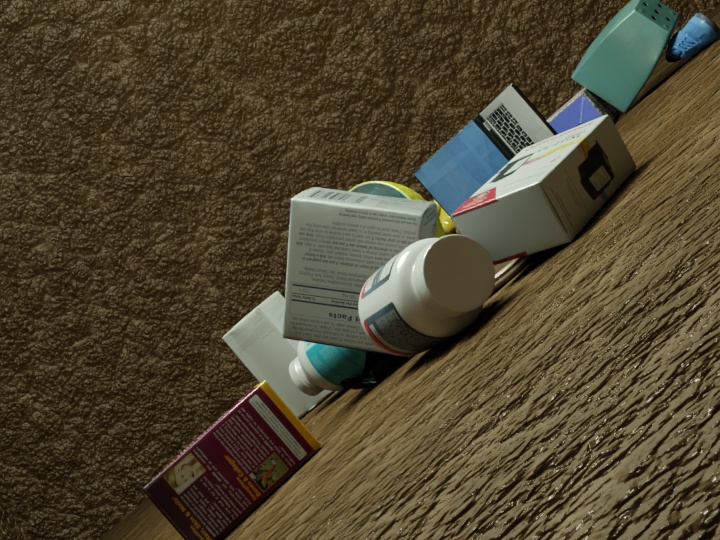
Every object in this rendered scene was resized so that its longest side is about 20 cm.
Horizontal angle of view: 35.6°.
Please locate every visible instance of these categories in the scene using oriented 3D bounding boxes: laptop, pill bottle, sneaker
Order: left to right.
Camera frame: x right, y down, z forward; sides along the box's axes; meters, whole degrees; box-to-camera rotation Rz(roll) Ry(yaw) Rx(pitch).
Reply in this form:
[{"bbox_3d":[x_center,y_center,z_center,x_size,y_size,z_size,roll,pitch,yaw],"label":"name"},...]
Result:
[{"bbox_3d":[-0.025,0.119,1.795,0.200,0.111,0.111,-41,1,27],"label":"pill bottle"},{"bbox_3d":[0.081,0.028,1.341,0.120,0.120,0.200,-41,1,-23],"label":"pill bottle"},{"bbox_3d":[0.200,-0.125,1.554,0.116,0.187,0.200,-42,1,-17],"label":"laptop"},{"bbox_3d":[0.670,-0.464,2.281,0.078,0.066,0.200,-47,-1,-1],"label":"sneaker"}]

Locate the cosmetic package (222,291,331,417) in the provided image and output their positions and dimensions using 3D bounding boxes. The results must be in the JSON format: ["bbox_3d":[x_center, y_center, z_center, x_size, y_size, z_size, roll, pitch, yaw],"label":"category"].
[{"bbox_3d":[-0.132,0.152,1.977,0.113,0.200,0.081,-38,3,31],"label":"cosmetic package"}]

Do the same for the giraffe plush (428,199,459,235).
[{"bbox_3d":[0.174,-0.078,1.733,0.162,0.172,0.200,-17,38,59],"label":"giraffe plush"}]

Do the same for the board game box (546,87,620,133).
[{"bbox_3d":[0.473,-0.319,2.467,0.159,0.097,0.200,-41,1,25],"label":"board game box"}]

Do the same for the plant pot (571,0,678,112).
[{"bbox_3d":[0.570,-0.472,2.363,0.141,0.141,0.200,-55,-3,-43],"label":"plant pot"}]

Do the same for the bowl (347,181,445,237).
[{"bbox_3d":[0.060,-0.038,1.662,0.108,0.201,0.200,-12,-21,-47],"label":"bowl"}]

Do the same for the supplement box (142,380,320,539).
[{"bbox_3d":[-0.162,0.245,1.400,0.200,0.110,0.086,-41,0,-15],"label":"supplement box"}]

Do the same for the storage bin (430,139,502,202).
[{"bbox_3d":[0.225,-0.121,1.925,0.200,0.135,0.094,-41,1,26],"label":"storage bin"}]

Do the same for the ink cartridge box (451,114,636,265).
[{"bbox_3d":[0.228,-0.098,1.384,0.146,0.083,0.200,-20,16,45],"label":"ink cartridge box"}]

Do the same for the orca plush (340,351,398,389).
[{"bbox_3d":[0.022,0.106,1.627,0.105,0.071,0.200,-41,1,44],"label":"orca plush"}]

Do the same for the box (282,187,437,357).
[{"bbox_3d":[0.000,0.000,1.534,0.105,0.183,0.201,-41,-43,-71],"label":"box"}]

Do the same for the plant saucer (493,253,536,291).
[{"bbox_3d":[0.166,-0.015,1.503,0.200,0.029,0.200,-36,14,10],"label":"plant saucer"}]
